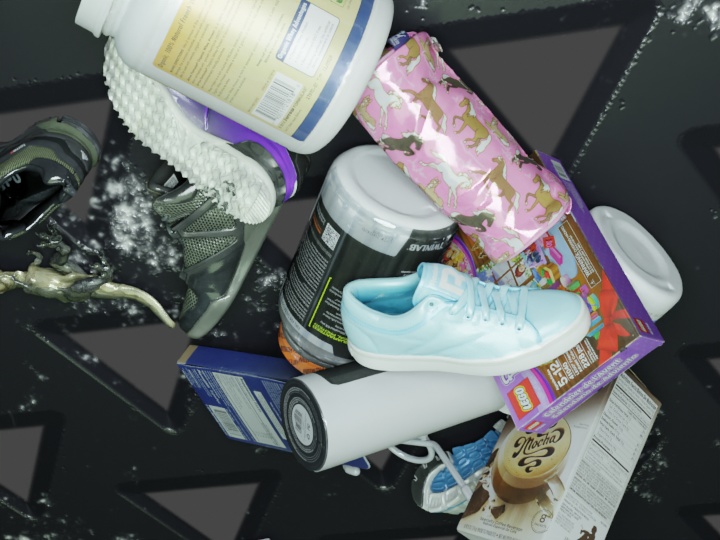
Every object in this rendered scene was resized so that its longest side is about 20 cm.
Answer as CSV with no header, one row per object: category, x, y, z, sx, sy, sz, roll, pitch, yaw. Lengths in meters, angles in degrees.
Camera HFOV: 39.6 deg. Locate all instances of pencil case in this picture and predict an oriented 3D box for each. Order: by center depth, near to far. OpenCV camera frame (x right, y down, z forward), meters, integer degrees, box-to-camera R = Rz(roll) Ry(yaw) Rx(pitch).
pencil case,0.078,-0.099,0.801,0.200,0.083,0.086,47,125,-7

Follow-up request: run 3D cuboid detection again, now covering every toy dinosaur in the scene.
toy dinosaur,-0.272,0.007,0.957,0.198,0.048,0.088,11,142,-7

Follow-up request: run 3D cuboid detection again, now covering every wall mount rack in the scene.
wall mount rack,0.035,0.160,1.019,0.173,0.075,0.201,0,133,37

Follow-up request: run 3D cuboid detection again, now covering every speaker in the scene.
speaker,0.035,0.110,0.874,0.199,0.081,0.082,-12,135,-31

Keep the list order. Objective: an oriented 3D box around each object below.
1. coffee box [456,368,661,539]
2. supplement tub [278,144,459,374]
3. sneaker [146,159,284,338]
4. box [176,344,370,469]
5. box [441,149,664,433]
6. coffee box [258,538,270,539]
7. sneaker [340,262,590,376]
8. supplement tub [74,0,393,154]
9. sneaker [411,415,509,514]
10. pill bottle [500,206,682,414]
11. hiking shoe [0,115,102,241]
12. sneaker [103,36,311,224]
coffee box,0.192,0.187,0.966,0.080,0.201,0.113,41,157,-28
supplement tub,0.000,0.000,0.891,0.122,0.123,0.201,18,126,-11
sneaker,-0.148,-0.032,0.904,0.114,0.076,0.200,21,123,-12
box,-0.082,0.136,1.003,0.199,0.032,0.122,6,135,38
box,0.152,0.017,0.853,0.039,0.201,0.137,14,132,-41
coffee box,-0.188,0.415,1.250,0.199,0.080,0.115,-15,126,14
sneaker,0.077,0.032,0.783,0.198,0.074,0.082,-8,133,14
supplement tub,-0.091,-0.189,0.732,0.199,0.145,0.145,26,125,-17
sneaker,0.159,0.216,1.099,0.199,0.075,0.087,-25,143,20
pill bottle,0.188,0.045,0.925,0.112,0.112,0.200,29,123,-19
hiking shoe,-0.323,-0.066,0.865,0.199,0.101,0.076,-22,124,18
sneaker,-0.121,-0.129,0.827,0.200,0.099,0.070,44,140,6
